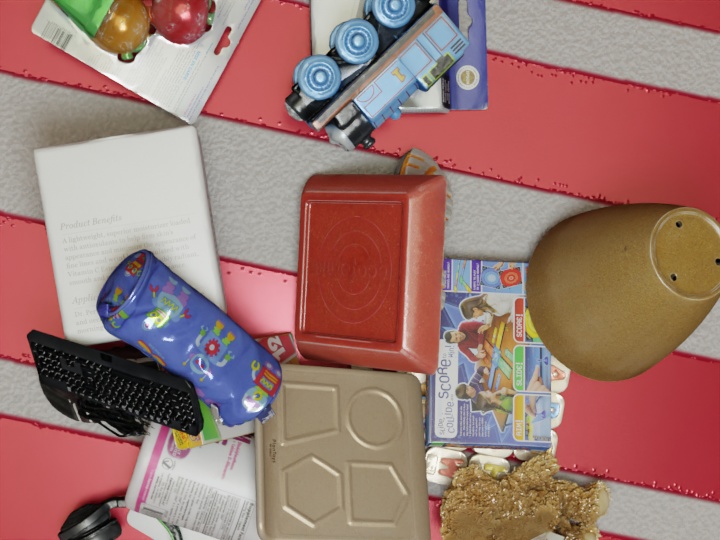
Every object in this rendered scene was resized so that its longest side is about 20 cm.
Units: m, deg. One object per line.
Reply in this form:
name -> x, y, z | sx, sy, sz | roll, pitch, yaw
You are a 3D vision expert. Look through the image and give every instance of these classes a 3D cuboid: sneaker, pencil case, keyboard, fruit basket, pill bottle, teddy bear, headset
sneaker -> -0.239, 0.106, 1.537 | 0.198, 0.115, 0.077 | -2, 112, 30
pencil case -> -0.162, 0.070, 1.374 | 0.200, 0.078, 0.087 | 43, 68, -24
keyboard -> -0.240, 0.125, 1.390 | 0.198, 0.105, 0.040 | 15, 48, 26
fruit basket -> -0.221, -0.285, 1.533 | 0.199, 0.094, 0.187 | 28, 89, -20
pill bottle -> -0.137, 0.224, 1.509 | 0.198, 0.113, 0.115 | 19, 90, -4
teddy bear -> 0.178, 0.263, 1.567 | 0.197, 0.067, 0.147 | -6, 119, -7
headset -> -0.286, 0.309, 1.523 | 0.197, 0.094, 0.125 | -7, 91, -3
sneaker -> 0.047, -0.036, 1.544 | 0.078, 0.077, 0.203 | 23, 63, -36

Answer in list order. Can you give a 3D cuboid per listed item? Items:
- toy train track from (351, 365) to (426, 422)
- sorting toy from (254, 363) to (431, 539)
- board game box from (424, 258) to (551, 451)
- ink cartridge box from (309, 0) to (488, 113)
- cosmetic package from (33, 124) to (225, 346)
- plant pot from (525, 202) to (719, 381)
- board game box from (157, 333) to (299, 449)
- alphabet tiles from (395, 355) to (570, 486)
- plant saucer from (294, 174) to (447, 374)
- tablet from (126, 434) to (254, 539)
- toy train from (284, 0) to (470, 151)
toy train track -> 0.047, 0.154, 1.569 | 0.197, 0.033, 0.116 | -4, 82, -3
sorting toy -> -0.021, 0.192, 1.483 | 0.198, 0.036, 0.187 | 8, 65, -24
board game box -> 0.138, 0.090, 1.552 | 0.133, 0.034, 0.203 | 3, 76, -4
ink cartridge box -> 0.042, -0.271, 1.562 | 0.197, 0.041, 0.203 | -3, 91, -4
cosmetic package -> -0.231, -0.036, 1.485 | 0.163, 0.165, 0.203 | -8, 92, -4
plant pot -> 0.293, 0.007, 1.481 | 0.184, 0.200, 0.189 | 4, 77, -16
board game box -> -0.128, 0.123, 1.488 | 0.030, 0.199, 0.097 | -18, 83, 37
alphabet tiles -> 0.130, 0.141, 1.589 | 0.193, 0.015, 0.203 | 11, 90, -4
plant saucer -> 0.000, 0.000, 1.500 | 0.036, 0.198, 0.203 | 1, 92, -47
tablet -> -0.154, 0.218, 1.571 | 0.129, 0.014, 0.202 | 30, 88, -4
toy train -> 0.015, -0.213, 1.501 | 0.200, 0.087, 0.114 | -44, 100, -1
